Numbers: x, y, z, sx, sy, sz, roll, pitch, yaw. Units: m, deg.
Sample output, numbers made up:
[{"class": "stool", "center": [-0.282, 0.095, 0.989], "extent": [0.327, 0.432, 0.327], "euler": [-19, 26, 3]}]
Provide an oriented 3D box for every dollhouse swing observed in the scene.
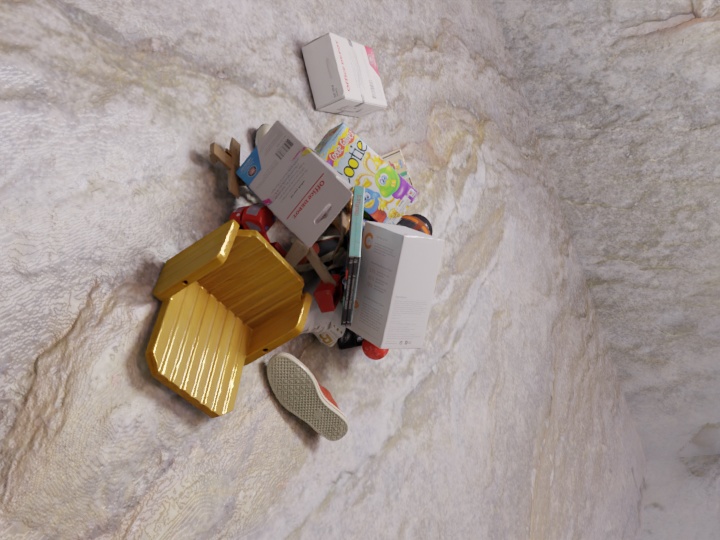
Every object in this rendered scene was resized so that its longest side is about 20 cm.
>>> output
[{"class": "dollhouse swing", "center": [-0.183, 0.078, 0.974], "extent": [0.200, 0.180, 0.177], "euler": [49, 19, -37]}]

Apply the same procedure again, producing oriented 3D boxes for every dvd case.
[{"class": "dvd case", "center": [-0.013, -0.020, 1.124], "extent": [0.201, 0.022, 0.147], "euler": [100, -5, -53]}]

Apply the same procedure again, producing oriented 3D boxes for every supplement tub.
[{"class": "supplement tub", "center": [0.083, -0.048, 1.409], "extent": [0.200, 0.106, 0.108], "euler": [-43, 114, -49]}]

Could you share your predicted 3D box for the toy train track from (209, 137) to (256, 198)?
[{"class": "toy train track", "center": [-0.202, -0.149, 1.164], "extent": [0.200, 0.032, 0.116], "euler": [43, 36, -50]}]

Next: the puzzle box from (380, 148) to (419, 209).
[{"class": "puzzle box", "center": [0.058, -0.182, 1.458], "extent": [0.200, 0.025, 0.134], "euler": [-36, 107, -55]}]

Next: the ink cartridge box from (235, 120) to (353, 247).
[{"class": "ink cartridge box", "center": [-0.096, -0.134, 1.095], "extent": [0.200, 0.115, 0.068], "euler": [46, 11, 24]}]

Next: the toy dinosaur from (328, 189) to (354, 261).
[{"class": "toy dinosaur", "center": [-0.030, -0.090, 1.209], "extent": [0.200, 0.060, 0.108], "euler": [-104, -165, -76]}]

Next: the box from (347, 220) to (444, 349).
[{"class": "box", "center": [0.059, 0.025, 1.211], "extent": [0.097, 0.124, 0.203], "euler": [4, 102, -34]}]

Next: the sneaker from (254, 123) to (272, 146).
[{"class": "sneaker", "center": [-0.122, -0.182, 1.244], "extent": [0.070, 0.093, 0.202], "euler": [-33, 106, -58]}]

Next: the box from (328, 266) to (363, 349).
[{"class": "box", "center": [0.012, 0.073, 1.401], "extent": [0.199, 0.043, 0.162], "euler": [-2, 79, -59]}]

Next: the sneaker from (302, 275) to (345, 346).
[{"class": "sneaker", "center": [-0.078, 0.097, 1.216], "extent": [0.116, 0.073, 0.200], "euler": [62, 32, -16]}]

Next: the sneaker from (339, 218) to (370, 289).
[{"class": "sneaker", "center": [0.000, 0.000, 1.281], "extent": [0.089, 0.078, 0.203], "euler": [-17, 103, -52]}]

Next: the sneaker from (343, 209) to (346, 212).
[{"class": "sneaker", "center": [-0.013, -0.141, 1.406], "extent": [0.200, 0.075, 0.089], "euler": [36, 29, -48]}]

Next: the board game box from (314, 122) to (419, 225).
[{"class": "board game box", "center": [-0.004, -0.174, 1.306], "extent": [0.200, 0.105, 0.103], "euler": [40, 80, -16]}]

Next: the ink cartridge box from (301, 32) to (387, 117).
[{"class": "ink cartridge box", "center": [-0.034, -0.432, 1.507], "extent": [0.199, 0.082, 0.148], "euler": [-12, 88, -60]}]

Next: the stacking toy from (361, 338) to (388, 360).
[{"class": "stacking toy", "center": [0.061, 0.102, 1.355], "extent": [0.086, 0.085, 0.200], "euler": [60, 38, -23]}]

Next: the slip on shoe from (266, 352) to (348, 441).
[{"class": "slip on shoe", "center": [-0.093, 0.214, 1.161], "extent": [0.200, 0.074, 0.061], "euler": [50, 4, -26]}]

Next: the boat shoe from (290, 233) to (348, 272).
[{"class": "boat shoe", "center": [-0.069, -0.038, 1.293], "extent": [0.199, 0.070, 0.063], "euler": [-13, 98, -62]}]

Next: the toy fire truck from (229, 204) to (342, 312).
[{"class": "toy fire truck", "center": [-0.122, -0.021, 1.124], "extent": [0.049, 0.139, 0.202], "euler": [-60, 138, -50]}]
